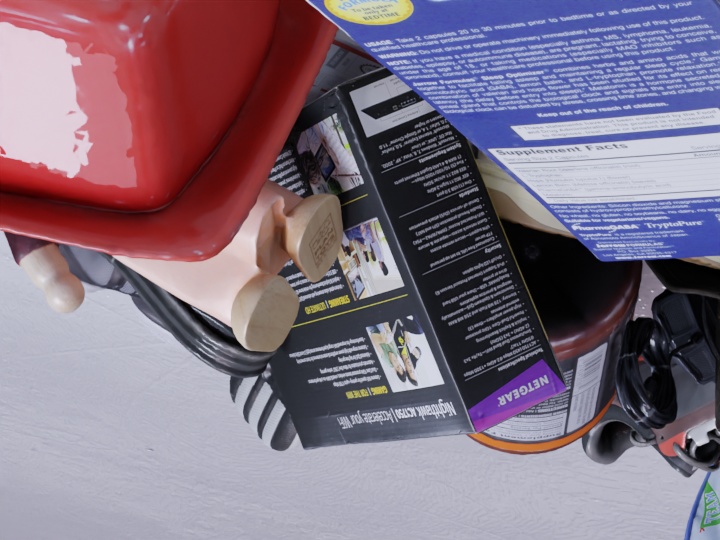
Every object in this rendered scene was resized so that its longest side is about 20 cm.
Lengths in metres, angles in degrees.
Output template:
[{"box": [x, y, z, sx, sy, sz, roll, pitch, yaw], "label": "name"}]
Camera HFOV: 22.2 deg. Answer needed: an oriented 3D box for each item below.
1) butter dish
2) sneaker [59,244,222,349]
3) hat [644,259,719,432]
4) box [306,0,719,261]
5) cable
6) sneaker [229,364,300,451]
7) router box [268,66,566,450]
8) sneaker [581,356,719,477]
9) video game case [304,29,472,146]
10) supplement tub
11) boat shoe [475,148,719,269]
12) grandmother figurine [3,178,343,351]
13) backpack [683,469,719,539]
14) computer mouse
[{"box": [-0.118, -0.120, 0.696, 0.198, 0.201, 0.148, 11, 134, 11], "label": "butter dish"}, {"box": [-0.101, -0.012, 1.020, 0.113, 0.076, 0.200, -1, 157, 33], "label": "sneaker"}, {"box": [0.209, 0.050, 0.837, 0.199, 0.081, 0.201, 14, -170, -2], "label": "hat"}, {"box": [0.083, -0.057, 0.565, 0.121, 0.033, 0.200, -2, 157, 36], "label": "box"}, {"box": [-0.114, -0.029, 0.872, 0.097, 0.050, 0.200, 4, -146, -49], "label": "cable"}, {"box": [0.008, 0.009, 0.980, 0.076, 0.115, 0.200, 52, 138, 18], "label": "sneaker"}, {"box": [0.000, 0.000, 0.814, 0.051, 0.150, 0.200, -22, -178, -23], "label": "router box"}, {"box": [0.203, 0.077, 1.001, 0.077, 0.082, 0.199, 32, 152, -32], "label": "sneaker"}, {"box": [-0.028, -0.075, 0.900, 0.142, 0.018, 0.200, 22, 156, -13], "label": "video game case"}, {"box": [0.086, 0.029, 0.945, 0.106, 0.108, 0.200, 13, 157, 8], "label": "supplement tub"}, {"box": [0.139, -0.040, 0.796, 0.199, 0.065, 0.072, 10, -171, -27], "label": "boat shoe"}, {"box": [-0.105, -0.043, 0.761, 0.199, 0.122, 0.061, 25, 152, 21], "label": "grandmother figurine"}, {"box": [0.277, 0.163, 1.028, 0.190, 0.201, 0.154, 4, 150, 41], "label": "backpack"}, {"box": [0.148, 0.041, 0.882, 0.034, 0.059, 0.200, -25, 178, 24], "label": "computer mouse"}]
